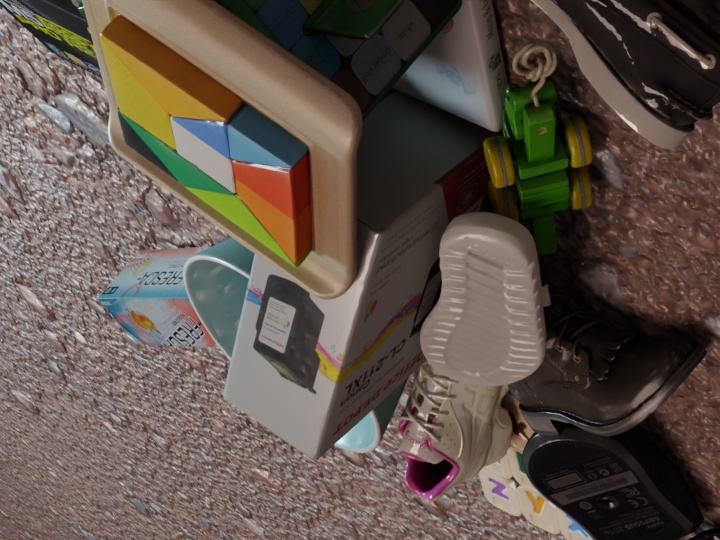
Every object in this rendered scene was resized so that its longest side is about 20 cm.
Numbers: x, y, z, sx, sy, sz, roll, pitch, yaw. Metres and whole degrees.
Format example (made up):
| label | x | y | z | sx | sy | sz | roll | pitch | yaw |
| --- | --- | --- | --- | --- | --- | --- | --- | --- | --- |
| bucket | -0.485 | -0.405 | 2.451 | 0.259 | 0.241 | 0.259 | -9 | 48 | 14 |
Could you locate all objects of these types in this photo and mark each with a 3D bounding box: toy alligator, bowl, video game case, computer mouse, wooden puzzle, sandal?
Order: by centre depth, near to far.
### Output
| label | x | y | z | sx | sy | sz | roll | pitch | yaw |
| --- | --- | --- | --- | --- | --- | --- | --- | --- | --- |
| wooden puzzle | -0.080 | -0.074 | 0.985 | 0.185 | 0.037 | 0.200 | 36 | 157 | 14 |
| toy alligator | 0.100 | -0.083 | 1.051 | 0.200 | 0.059 | 0.054 | 78 | 177 | -55 |
| video game case | -0.005 | -0.181 | 1.069 | 0.199 | 0.024 | 0.182 | 26 | 153 | 29 |
| sandal | 0.086 | 0.015 | 1.140 | 0.082 | 0.050 | 0.203 | 17 | 152 | 6 |
| computer mouse | 0.190 | 0.163 | 1.322 | 0.138 | 0.053 | 0.200 | -18 | 129 | 32 |
| bowl | -0.029 | 0.031 | 1.367 | 0.200 | 0.105 | 0.201 | 37 | 158 | 18 |

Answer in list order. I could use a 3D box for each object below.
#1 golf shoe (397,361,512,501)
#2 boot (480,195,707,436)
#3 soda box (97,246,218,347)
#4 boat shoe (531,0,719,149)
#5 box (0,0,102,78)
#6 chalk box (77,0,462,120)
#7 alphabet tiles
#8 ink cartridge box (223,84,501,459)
| label | x | y | z | sx | sy | sz | roll | pitch | yaw |
| --- | --- | --- | --- | --- | --- | --- | --- | --- | --- |
| golf shoe | 0.068 | 0.095 | 1.342 | 0.075 | 0.091 | 0.201 | 27 | 142 | 33 |
| boot | 0.119 | 0.025 | 1.196 | 0.174 | 0.069 | 0.200 | 54 | 147 | -11 |
| soda box | -0.151 | 0.024 | 1.591 | 0.064 | 0.068 | 0.200 | 51 | 154 | -22 |
| boat shoe | 0.111 | -0.152 | 0.898 | 0.060 | 0.074 | 0.200 | -46 | 74 | 27 |
| box | -0.177 | -0.172 | 1.265 | 0.199 | 0.044 | 0.160 | 27 | 172 | 28 |
| chalk box | -0.041 | -0.150 | 0.995 | 0.124 | 0.125 | 0.200 | 50 | 154 | -23 |
| alphabet tiles | 0.134 | 0.141 | 1.423 | 0.199 | 0.015 | 0.196 | 22 | 145 | 36 |
| ink cartridge box | 0.000 | 0.000 | 1.147 | 0.083 | 0.146 | 0.201 | 32 | 133 | 19 |
